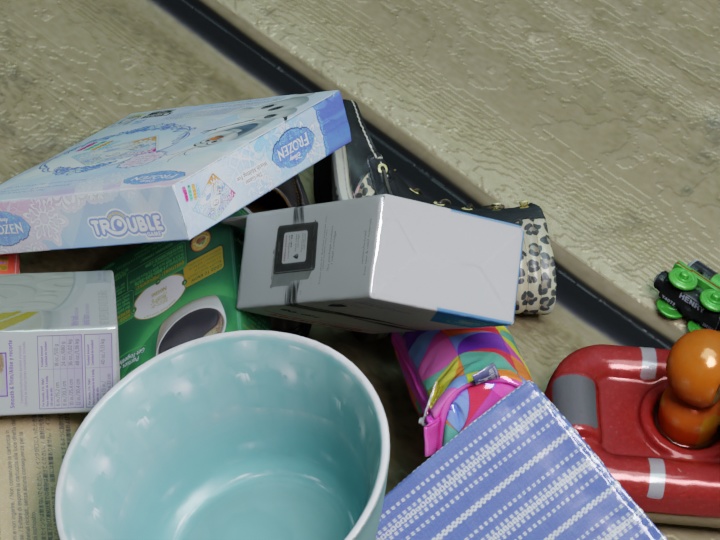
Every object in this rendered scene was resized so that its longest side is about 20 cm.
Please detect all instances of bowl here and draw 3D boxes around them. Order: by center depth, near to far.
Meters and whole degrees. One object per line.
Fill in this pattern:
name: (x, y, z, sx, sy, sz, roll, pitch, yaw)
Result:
bowl: (-0.070, 0.145, 1.321, 0.199, 0.105, 0.202, -8, 49, 9)

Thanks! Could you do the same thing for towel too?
towel: (0.113, 0.186, 1.374, 0.145, 0.024, 0.200, -39, 81, -3)

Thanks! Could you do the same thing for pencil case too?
pencil case: (0.070, 0.073, 1.490, 0.088, 0.089, 0.200, 1, 17, -6)

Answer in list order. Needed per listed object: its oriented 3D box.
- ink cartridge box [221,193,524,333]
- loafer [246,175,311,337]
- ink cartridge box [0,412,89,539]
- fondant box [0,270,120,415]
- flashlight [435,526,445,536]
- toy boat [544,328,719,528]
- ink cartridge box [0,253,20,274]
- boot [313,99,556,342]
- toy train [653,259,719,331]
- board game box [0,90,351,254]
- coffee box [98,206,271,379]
ink cartridge box: (0.000, 0.000, 1.464, 0.115, 0.200, 0.067, 11, 80, -33)
loafer: (-0.065, -0.037, 1.626, 0.072, 0.073, 0.201, -4, 50, -11)
ink cartridge box: (-0.236, 0.182, 1.354, 0.163, 0.075, 0.201, -3, 50, -9)
fondant box: (-0.253, 0.046, 1.426, 0.198, 0.059, 0.144, -3, 14, -7)
flashlight: (0.122, 0.187, 1.412, 0.199, 0.068, 0.068, 15, 53, 7)
toy boat: (0.226, 0.091, 1.514, 0.198, 0.131, 0.131, 4, 49, -4)
ink cartridge box: (-0.292, 0.025, 1.557, 0.108, 0.051, 0.201, 2, 50, -6)
boot: (0.051, -0.042, 1.648, 0.153, 0.074, 0.205, -4, 56, -14)
toy train: (0.301, 0.053, 1.621, 0.200, 0.042, 0.056, 37, 44, 22)
board game box: (-0.141, -0.068, 1.564, 0.199, 0.044, 0.199, -3, 19, 36)
coffee box: (-0.118, 0.056, 1.518, 0.123, 0.044, 0.201, -29, 45, 21)
